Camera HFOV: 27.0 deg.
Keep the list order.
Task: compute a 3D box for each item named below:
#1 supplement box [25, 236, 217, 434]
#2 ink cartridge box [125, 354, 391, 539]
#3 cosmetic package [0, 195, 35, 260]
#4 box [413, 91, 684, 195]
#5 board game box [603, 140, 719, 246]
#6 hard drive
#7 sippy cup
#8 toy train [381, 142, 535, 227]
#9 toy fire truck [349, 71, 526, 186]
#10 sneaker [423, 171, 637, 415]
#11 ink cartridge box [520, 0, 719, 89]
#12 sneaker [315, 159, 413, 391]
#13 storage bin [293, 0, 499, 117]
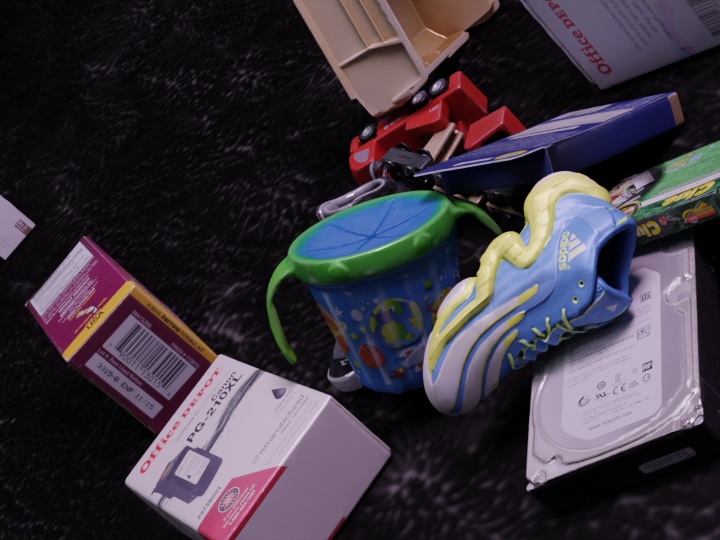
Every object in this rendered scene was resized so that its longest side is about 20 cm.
[{"bbox_3d":[-0.247,0.063,1.534,0.103,0.131,0.200,-49,27,-4],"label":"supplement box"},{"bbox_3d":[-0.090,0.163,1.238,0.145,0.084,0.200,-53,29,-14],"label":"ink cartridge box"},{"bbox_3d":[-0.554,-0.088,2.182,0.074,0.102,0.200,-50,27,-6],"label":"cosmetic package"},{"bbox_3d":[0.150,-0.097,1.197,0.200,0.032,0.121,-22,11,-38],"label":"box"},{"bbox_3d":[0.210,-0.047,1.119,0.200,0.023,0.105,-22,15,48],"label":"board game box"},{"bbox_3d":[0.184,0.062,1.047,0.140,0.038,0.200,-27,33,32],"label":"hard drive"},{"bbox_3d":[0.026,0.022,1.193,0.178,0.130,0.140,-8,22,33],"label":"sippy cup"},{"bbox_3d":[0.094,-0.071,1.303,0.200,0.046,0.034,21,62,46],"label":"toy train"},{"bbox_3d":[0.071,-0.115,1.417,0.200,0.049,0.141,-30,33,29],"label":"toy fire truck"},{"bbox_3d":[0.124,0.026,1.056,0.105,0.076,0.200,32,94,51],"label":"sneaker"},{"bbox_3d":[0.247,-0.253,1.253,0.200,0.145,0.088,-20,37,40],"label":"ink cartridge box"},{"bbox_3d":[0.000,0.000,1.295,0.075,0.114,0.200,-9,46,49],"label":"sneaker"},{"bbox_3d":[0.029,-0.284,1.482,0.094,0.199,0.200,-21,18,35],"label":"storage bin"}]
